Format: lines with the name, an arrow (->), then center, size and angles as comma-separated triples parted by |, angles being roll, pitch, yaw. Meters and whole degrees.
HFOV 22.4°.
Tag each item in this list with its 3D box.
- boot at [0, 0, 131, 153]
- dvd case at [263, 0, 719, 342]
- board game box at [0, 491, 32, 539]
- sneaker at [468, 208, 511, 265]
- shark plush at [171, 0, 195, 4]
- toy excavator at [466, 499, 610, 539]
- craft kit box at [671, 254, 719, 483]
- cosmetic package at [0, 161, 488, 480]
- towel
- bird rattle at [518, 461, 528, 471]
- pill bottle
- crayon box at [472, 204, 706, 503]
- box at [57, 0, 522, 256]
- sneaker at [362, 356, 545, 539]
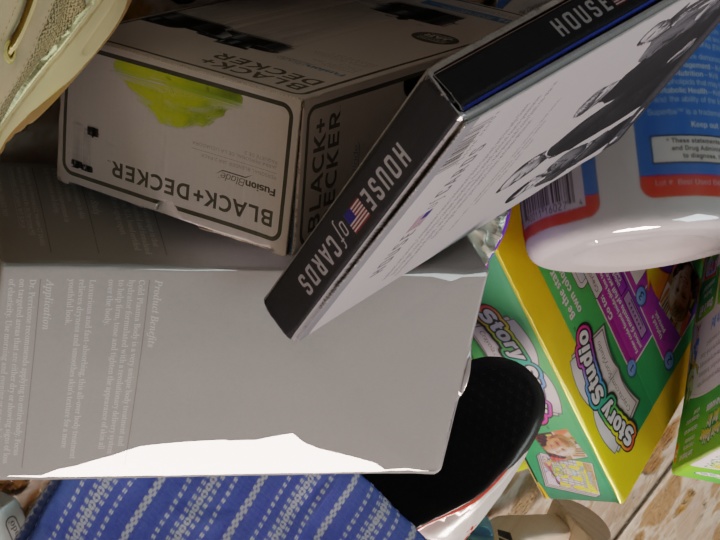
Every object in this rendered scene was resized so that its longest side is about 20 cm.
boot -> -0.169, -0.076, 0.589 | 0.200, 0.073, 0.156 | -52, 150, -12
dvd case -> 0.065, -0.058, 0.667 | 0.200, 0.025, 0.150 | -31, 167, -37
board game box -> -0.208, 0.202, 0.753 | 0.200, 0.064, 0.148 | -36, 119, -33
sneaker -> -0.001, 0.000, 0.871 | 0.200, 0.070, 0.100 | -42, -174, 31
shark plush -> 0.008, -0.152, 0.788 | 0.200, 0.091, 0.083 | -45, 178, -29
toy excavator -> 0.088, 0.200, 1.207 | 0.193, 0.200, 0.100 | 14, 114, -12
craft kit box -> 0.206, 0.003, 0.922 | 0.200, 0.048, 0.199 | 84, 19, -80
cosmetic package -> -0.058, 0.021, 0.741 | 0.199, 0.090, 0.107 | 1, 121, -22
towel -> -0.048, 0.128, 0.818 | 0.200, 0.024, 0.145 | 47, 55, -24
bird rattle -> 0.063, 0.020, 1.034 | 0.200, 0.112, 0.164 | 38, 73, -47
pill bottle -> 0.123, -0.107, 0.871 | 0.112, 0.112, 0.201 | 13, 70, -58
crayon box -> 0.120, -0.005, 0.985 | 0.173, 0.058, 0.201 | -52, 127, -35
box -> -0.016, -0.071, 0.745 | 0.200, 0.116, 0.061 | -24, 126, -53
sneaker -> 0.030, 0.130, 0.954 | 0.202, 0.067, 0.108 | -50, 157, 6
